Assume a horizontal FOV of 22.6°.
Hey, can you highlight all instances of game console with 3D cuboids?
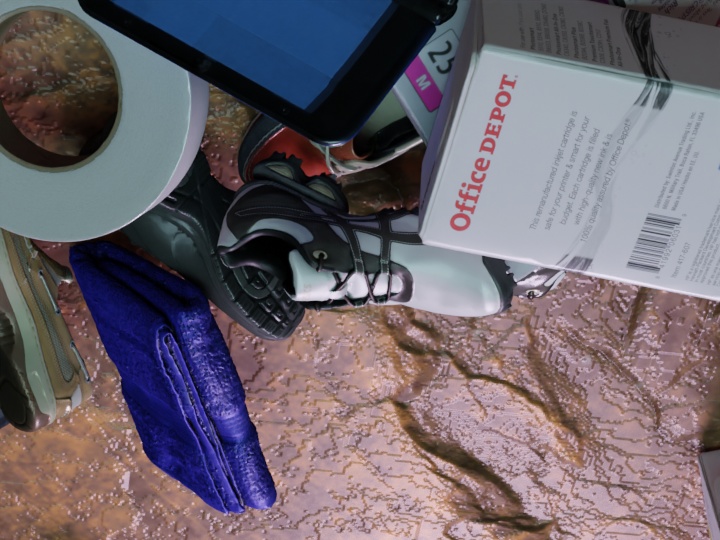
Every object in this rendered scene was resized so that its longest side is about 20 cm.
[{"bbox_3d":[-0.044,-0.201,1.043,0.200,0.118,0.171,30,126,16],"label":"game console"}]

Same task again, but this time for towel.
[{"bbox_3d":[-0.140,0.081,1.300,0.050,0.148,0.200,-38,132,-28],"label":"towel"}]

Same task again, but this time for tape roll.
[{"bbox_3d":[-0.196,-0.119,1.150,0.202,0.037,0.203,5,107,15],"label":"tape roll"}]

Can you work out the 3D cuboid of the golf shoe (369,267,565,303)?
[{"bbox_3d":[0.092,-0.007,1.268,0.200,0.078,0.095,-23,125,15],"label":"golf shoe"}]

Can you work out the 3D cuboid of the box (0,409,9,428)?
[{"bbox_3d":[-0.350,0.077,1.340,0.200,0.046,0.159,-29,123,19],"label":"box"}]

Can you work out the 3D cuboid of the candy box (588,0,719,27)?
[{"bbox_3d":[0.175,-0.212,1.090,0.136,0.061,0.200,-44,126,-20],"label":"candy box"}]

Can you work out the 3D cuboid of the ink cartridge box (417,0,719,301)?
[{"bbox_3d":[0.146,-0.075,1.062,0.199,0.084,0.146,12,129,-6],"label":"ink cartridge box"}]

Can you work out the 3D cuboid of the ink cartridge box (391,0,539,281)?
[{"bbox_3d":[0.119,-0.119,1.144,0.173,0.044,0.200,-33,117,2],"label":"ink cartridge box"}]

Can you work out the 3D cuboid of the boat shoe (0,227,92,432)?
[{"bbox_3d":[-0.241,0.010,1.274,0.076,0.072,0.200,-26,111,-36],"label":"boat shoe"}]

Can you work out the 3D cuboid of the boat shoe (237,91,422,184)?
[{"bbox_3d":[0.001,-0.099,1.211,0.200,0.063,0.071,-26,127,18],"label":"boat shoe"}]

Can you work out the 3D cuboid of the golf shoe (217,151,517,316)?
[{"bbox_3d":[0.000,0.000,1.172,0.200,0.095,0.078,20,138,17],"label":"golf shoe"}]

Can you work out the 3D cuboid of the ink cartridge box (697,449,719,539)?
[{"bbox_3d":[0.364,0.250,1.443,0.146,0.146,0.200,-12,127,6],"label":"ink cartridge box"}]

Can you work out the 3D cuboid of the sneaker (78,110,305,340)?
[{"bbox_3d":[-0.115,-0.029,1.247,0.200,0.076,0.091,50,146,-16],"label":"sneaker"}]
